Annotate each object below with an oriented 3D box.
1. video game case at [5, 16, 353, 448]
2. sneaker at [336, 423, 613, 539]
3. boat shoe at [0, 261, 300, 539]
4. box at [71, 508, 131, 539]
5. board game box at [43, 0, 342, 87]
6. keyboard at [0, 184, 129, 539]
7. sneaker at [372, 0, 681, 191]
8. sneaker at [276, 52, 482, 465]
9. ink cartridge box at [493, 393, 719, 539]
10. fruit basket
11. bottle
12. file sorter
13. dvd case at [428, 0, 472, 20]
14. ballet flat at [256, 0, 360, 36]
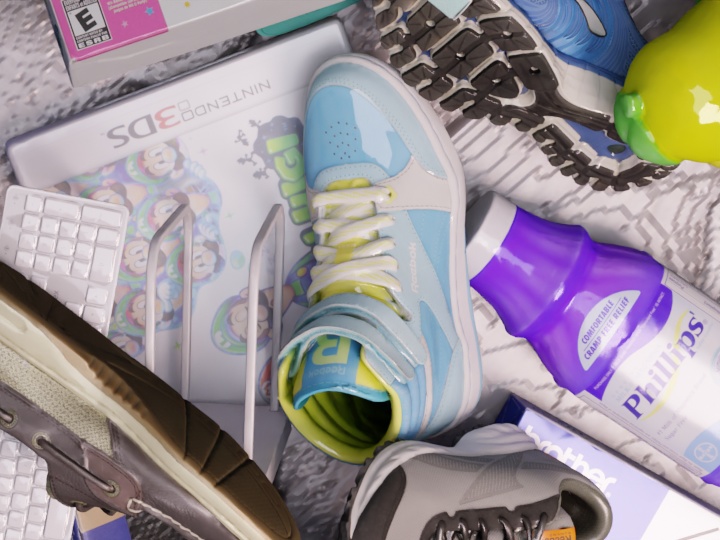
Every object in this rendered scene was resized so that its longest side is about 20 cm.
[{"bbox_3d":[-0.061,-0.005,1.423,0.182,0.024,0.200,-21,102,-3],"label":"video game case"},{"bbox_3d":[0.053,0.121,1.328,0.079,0.200,0.074,22,110,29],"label":"sneaker"},{"bbox_3d":[-0.117,0.075,1.240,0.201,0.072,0.066,41,102,-5],"label":"boat shoe"},{"bbox_3d":[-0.141,0.204,1.403,0.032,0.121,0.200,-20,103,-36],"label":"box"},{"bbox_3d":[-0.101,-0.208,1.333,0.147,0.064,0.200,-19,82,-4],"label":"board game box"},{"bbox_3d":[-0.150,0.063,1.272,0.056,0.011,0.200,11,99,2],"label":"keyboard"},{"bbox_3d":[0.082,-0.118,1.382,0.078,0.089,0.200,-23,137,38],"label":"sneaker"},{"bbox_3d":[0.000,0.000,1.347,0.079,0.131,0.200,-10,101,26],"label":"sneaker"},{"bbox_3d":[0.144,0.155,1.468,0.200,0.044,0.094,30,93,-11],"label":"ink cartridge box"},{"bbox_3d":[0.229,-0.094,1.354,0.216,0.216,0.156,-42,102,1],"label":"fruit basket"},{"bbox_3d":[0.136,0.032,1.434,0.200,0.065,0.084,34,95,-12],"label":"bottle"},{"bbox_3d":[-0.138,0.033,1.340,0.200,0.139,0.125,2,102,4],"label":"file sorter"},{"bbox_3d":[0.023,-0.225,1.326,0.146,0.200,0.022,39,135,-11],"label":"dvd case"},{"bbox_3d":[0.027,-0.176,1.389,0.200,0.067,0.067,-17,71,-3],"label":"ballet flat"}]
